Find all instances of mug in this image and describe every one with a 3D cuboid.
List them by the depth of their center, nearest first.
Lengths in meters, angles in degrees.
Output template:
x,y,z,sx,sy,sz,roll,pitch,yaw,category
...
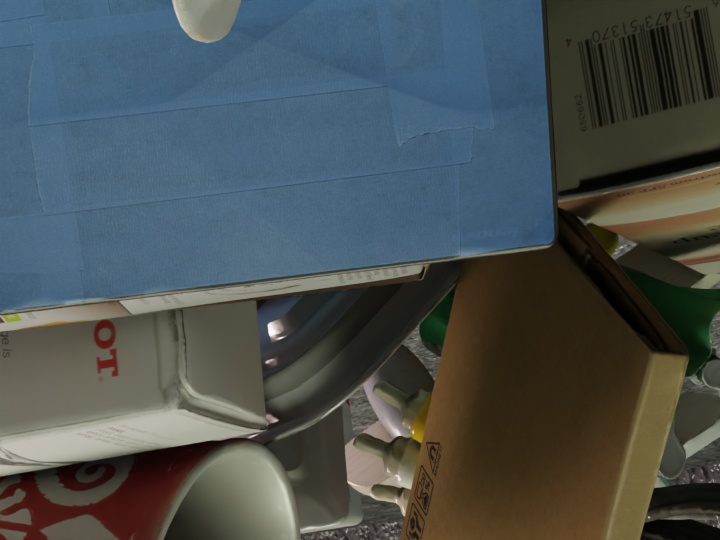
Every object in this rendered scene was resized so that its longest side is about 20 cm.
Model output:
x,y,z,sx,sy,sz,roll,pitch,yaw,category
-0.138,0.138,0.954,0.198,0.134,0.179,8,135,25,mug

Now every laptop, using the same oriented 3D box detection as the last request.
x,y,z,sx,sy,sz,roll,pitch,yaw,category
-0.031,-0.074,0.628,0.185,0.117,0.200,-7,167,-3,laptop

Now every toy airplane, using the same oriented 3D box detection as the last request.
x,y,z,sx,sy,sz,roll,pitch,yaw,category
0.094,0.025,1.080,0.198,0.201,0.141,-5,132,48,toy airplane

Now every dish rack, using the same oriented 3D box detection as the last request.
x,y,z,sx,sy,sz,roll,pitch,yaw,category
0.000,0.000,0.996,0.200,0.044,0.171,-47,-169,-29,dish rack

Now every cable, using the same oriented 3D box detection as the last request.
x,y,z,sx,sy,sz,roll,pitch,yaw,category
0.092,0.111,0.993,0.199,0.050,0.098,21,138,20,cable

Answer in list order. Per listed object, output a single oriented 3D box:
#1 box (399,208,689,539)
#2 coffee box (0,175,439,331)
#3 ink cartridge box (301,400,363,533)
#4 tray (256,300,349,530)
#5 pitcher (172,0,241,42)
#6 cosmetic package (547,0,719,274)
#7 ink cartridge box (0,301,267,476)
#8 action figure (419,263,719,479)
x,y,z,sx,sy,sz,roll,pitch,yaw,category
0.064,0.081,0.869,0.021,0.202,0.164,2,-154,-21,box
-0.080,-0.044,0.758,0.198,0.116,0.080,-6,169,-3,coffee box
-0.088,0.075,1.260,0.083,0.146,0.200,-13,167,27,ink cartridge box
-0.063,0.044,1.084,0.106,0.201,0.022,-7,136,2,tray
0.038,-0.146,0.353,0.198,0.122,0.173,-20,125,1,pitcher
0.145,-0.060,0.889,0.103,0.088,0.200,-14,167,25,cosmetic package
-0.144,0.003,0.863,0.198,0.147,0.085,-11,166,20,ink cartridge box
0.082,0.028,0.965,0.118,0.055,0.200,-42,-148,-13,action figure
